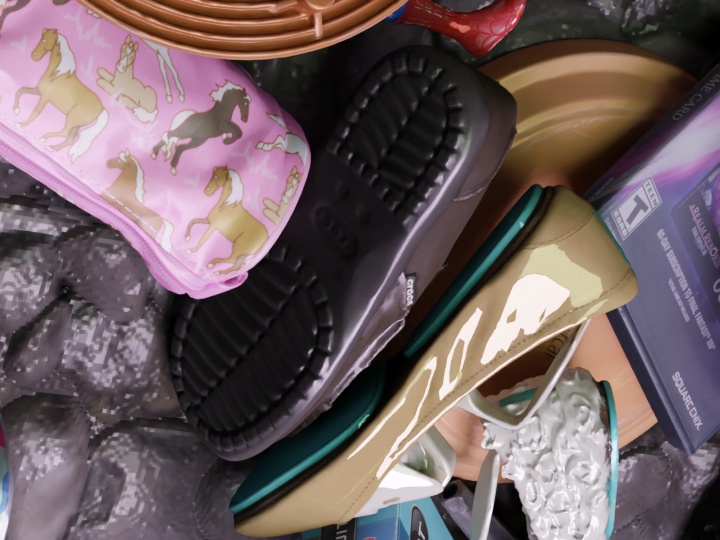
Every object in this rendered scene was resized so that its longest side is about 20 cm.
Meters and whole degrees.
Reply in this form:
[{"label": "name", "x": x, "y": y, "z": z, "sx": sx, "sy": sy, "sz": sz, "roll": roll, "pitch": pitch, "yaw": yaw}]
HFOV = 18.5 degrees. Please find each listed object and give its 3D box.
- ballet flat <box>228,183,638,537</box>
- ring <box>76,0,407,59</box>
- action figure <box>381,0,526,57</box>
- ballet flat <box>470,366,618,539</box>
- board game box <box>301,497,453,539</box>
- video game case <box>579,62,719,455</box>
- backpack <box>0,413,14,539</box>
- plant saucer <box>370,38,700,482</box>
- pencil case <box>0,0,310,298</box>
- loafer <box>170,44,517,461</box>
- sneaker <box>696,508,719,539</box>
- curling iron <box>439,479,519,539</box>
[{"label": "ballet flat", "x": 0.029, "y": 0.053, "z": 0.869, "sx": 0.063, "sy": 0.069, "sz": 0.200, "roll": 41, "pitch": 113, "yaw": -8}, {"label": "ring", "x": -0.040, "y": -0.172, "z": 0.743, "sx": 0.198, "sy": 0.019, "sz": 0.203, "roll": 0, "pitch": 89, "yaw": -21}, {"label": "action figure", "x": -0.030, "y": -0.134, "z": 0.792, "sx": 0.199, "sy": 0.066, "sz": 0.052, "roll": 14, "pitch": 134, "yaw": -31}, {"label": "ballet flat", "x": 0.079, "y": 0.130, "z": 0.947, "sx": 0.071, "sy": 0.072, "sz": 0.202, "roll": -15, "pitch": 117, "yaw": -17}, {"label": "board game box", "x": 0.031, "y": 0.199, "z": 0.936, "sx": 0.047, "sy": 0.152, "sz": 0.201, "roll": -17, "pitch": 125, "yaw": 17}, {"label": "video game case", "x": 0.180, "y": -0.036, "z": 0.937, "sx": 0.200, "sy": 0.019, "sz": 0.143, "roll": -42, "pitch": 130, "yaw": -14}, {"label": "backpack", "x": -0.205, "y": 0.091, "z": 0.757, "sx": 0.149, "sy": 0.178, "sz": 0.201, "roll": 13, "pitch": 113, "yaw": -24}, {"label": "plant saucer", "x": 0.084, "y": 0.002, "z": 0.934, "sx": 0.198, "sy": 0.032, "sz": 0.202, "roll": -11, "pitch": 119, "yaw": -19}, {"label": "pencil case", "x": -0.105, "y": -0.069, "z": 0.778, "sx": 0.200, "sy": 0.083, "sz": 0.087, "roll": 36, "pitch": 96, "yaw": -35}, {"label": "loafer", "x": 0.000, "y": 0.000, "z": 0.850, "sx": 0.071, "sy": 0.073, "sz": 0.200, "roll": -4, "pitch": 143, "yaw": -50}, {"label": "sneaker", "x": 0.221, "y": 0.112, "z": 1.023, "sx": 0.093, "sy": 0.070, "sz": 0.201, "roll": 16, "pitch": 98, "yaw": -30}, {"label": "curling iron", "x": 0.095, "y": 0.148, "z": 1.017, "sx": 0.050, "sy": 0.026, "sz": 0.200, "roll": -48, "pitch": 125, "yaw": 0}]
